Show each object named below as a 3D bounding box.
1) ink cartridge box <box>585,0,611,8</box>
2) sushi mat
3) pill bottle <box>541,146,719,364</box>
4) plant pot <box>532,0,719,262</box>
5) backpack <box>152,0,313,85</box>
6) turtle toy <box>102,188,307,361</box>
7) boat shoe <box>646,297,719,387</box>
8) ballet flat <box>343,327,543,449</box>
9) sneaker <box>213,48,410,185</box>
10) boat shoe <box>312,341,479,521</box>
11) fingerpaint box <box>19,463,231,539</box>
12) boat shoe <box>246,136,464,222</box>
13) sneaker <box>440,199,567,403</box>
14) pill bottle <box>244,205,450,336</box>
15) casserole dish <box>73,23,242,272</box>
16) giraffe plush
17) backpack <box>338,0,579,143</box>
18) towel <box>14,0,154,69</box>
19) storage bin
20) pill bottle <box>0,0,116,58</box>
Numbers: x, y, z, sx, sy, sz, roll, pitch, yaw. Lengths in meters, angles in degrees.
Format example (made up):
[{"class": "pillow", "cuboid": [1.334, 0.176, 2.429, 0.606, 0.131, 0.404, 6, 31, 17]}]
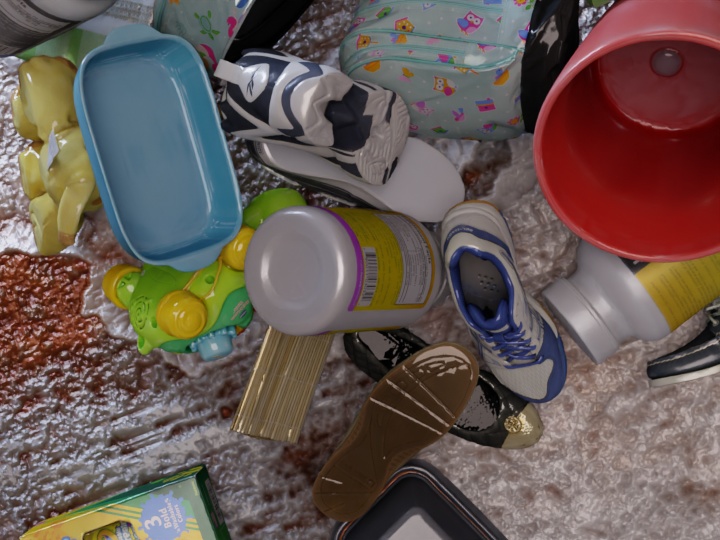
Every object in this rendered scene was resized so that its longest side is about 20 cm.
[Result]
[{"class": "ink cartridge box", "cuboid": [0.206, -0.305, 1.184, 0.104, 0.200, 0.059, -24, 124, 1]}, {"class": "sushi mat", "cuboid": [-0.052, 0.057, 1.222, 0.012, 0.096, 0.200, 20, 91, 33]}, {"class": "pill bottle", "cuboid": [0.260, -0.010, 1.197, 0.200, 0.112, 0.112, -38, 89, 1]}, {"class": "plant pot", "cuboid": [0.245, -0.135, 1.101, 0.200, 0.177, 0.201, 7, 125, 11]}, {"class": "backpack", "cuboid": [-0.098, -0.262, 1.163, 0.151, 0.178, 0.200, 32, 78, -1]}, {"class": "turtle toy", "cuboid": [-0.122, 0.000, 1.205, 0.200, 0.146, 0.101, -50, 125, -13]}, {"class": "boat shoe", "cuboid": [0.339, 0.047, 1.214, 0.200, 0.075, 0.062, -21, 91, 0]}, {"class": "ballet flat", "cuboid": [0.071, 0.105, 1.230, 0.200, 0.057, 0.066, 28, 92, 1]}, {"class": "sneaker", "cuboid": [-0.048, -0.132, 1.128, 0.130, 0.199, 0.080, 24, 98, 26]}, {"class": "boat shoe", "cuboid": [0.030, 0.131, 1.203, 0.071, 0.065, 0.200, 41, 110, -1]}, {"class": "fingerpaint box", "cuboid": [-0.187, 0.297, 1.230, 0.167, 0.073, 0.200, -19, 90, 1]}, {"class": "boat shoe", "cuboid": [-0.005, -0.089, 1.229, 0.200, 0.068, 0.072, 13, 83, -20]}, {"class": "sneaker", "cuboid": [0.115, 0.042, 1.170, 0.075, 0.088, 0.200, -21, 112, 19]}, {"class": "pill bottle", "cuboid": [0.000, 0.000, 1.157, 0.104, 0.200, 0.104, 0, 90, 33]}, {"class": "casserole dish", "cuboid": [-0.165, -0.095, 1.103, 0.121, 0.039, 0.200, -21, 98, -40]}, {"class": "giraffe plush", "cuboid": [-0.201, -0.106, 1.194, 0.162, 0.200, 0.173, -9, 98, -23]}, {"class": "backpack", "cuboid": [0.082, -0.185, 1.176, 0.200, 0.167, 0.127, 9, 58, 15]}, {"class": "towel", "cuboid": [-0.245, -0.277, 1.256, 0.149, 0.031, 0.200, 16, 93, 4]}, {"class": "storage bin", "cuboid": [0.065, 0.280, 1.194, 0.146, 0.134, 0.200, -44, 88, 1]}, {"class": "pill bottle", "cuboid": [-0.263, -0.251, 1.137, 0.114, 0.200, 0.114, 9, 77, -41]}]
